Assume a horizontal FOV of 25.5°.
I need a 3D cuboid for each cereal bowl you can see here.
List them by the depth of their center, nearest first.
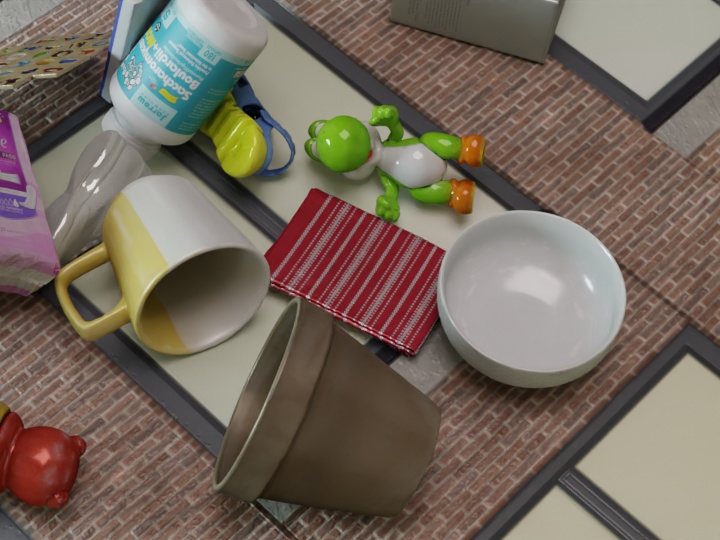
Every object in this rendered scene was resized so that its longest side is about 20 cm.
[{"bbox_3d":[0.174,0.040,1.663,0.199,0.083,0.201,3,55,-4],"label":"cereal bowl"}]

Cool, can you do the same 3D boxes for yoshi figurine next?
[{"bbox_3d":[0.033,-0.123,1.742,0.199,0.112,0.113,12,55,5],"label":"yoshi figurine"}]

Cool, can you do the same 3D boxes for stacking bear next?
[{"bbox_3d":[-0.365,0.169,1.510,0.199,0.114,0.122,15,56,-1],"label":"stacking bear"}]

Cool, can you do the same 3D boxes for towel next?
[{"bbox_3d":[0.000,0.000,1.710,0.199,0.023,0.145,26,55,10],"label":"towel"}]

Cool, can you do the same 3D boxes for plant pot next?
[{"bbox_3d":[-0.024,0.150,1.520,0.173,0.200,0.201,25,55,-8],"label":"plant pot"}]

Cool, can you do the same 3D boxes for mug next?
[{"bbox_3d":[-0.207,-0.018,1.626,0.186,0.150,0.153,-4,44,-37],"label":"mug"}]

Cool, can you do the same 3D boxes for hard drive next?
[{"bbox_3d":[-0.228,-0.281,1.769,0.025,0.200,0.132,41,60,6],"label":"hard drive"}]

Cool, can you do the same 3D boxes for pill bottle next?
[{"bbox_3d":[-0.198,-0.213,1.729,0.111,0.200,0.111,34,25,-18],"label":"pill bottle"}]

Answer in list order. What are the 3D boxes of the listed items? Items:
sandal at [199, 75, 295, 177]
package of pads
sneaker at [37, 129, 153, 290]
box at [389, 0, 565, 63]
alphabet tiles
[{"bbox_3d":[-0.134,-0.168,1.790,0.087,0.080,0.200,16,36,-42],"label":"sandal"},{"bbox_3d":[-0.385,-0.074,1.605,0.120,0.076,0.201,13,50,-50],"label":"package of pads"},{"bbox_3d":[-0.288,-0.048,1.691,0.088,0.075,0.200,43,69,-29],"label":"sneaker"},{"bbox_3d":[0.153,-0.362,1.920,0.199,0.107,0.153,17,55,6],"label":"box"},{"bbox_3d":[-0.366,-0.231,1.764,0.166,0.006,0.200,0,24,26],"label":"alphabet tiles"}]
